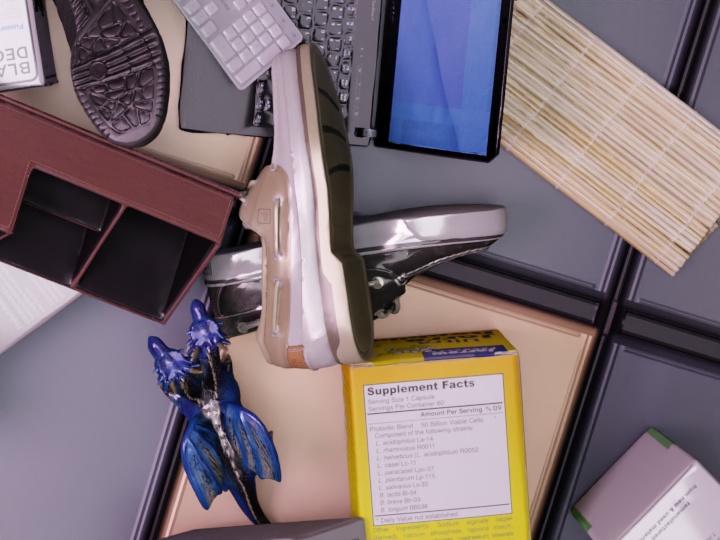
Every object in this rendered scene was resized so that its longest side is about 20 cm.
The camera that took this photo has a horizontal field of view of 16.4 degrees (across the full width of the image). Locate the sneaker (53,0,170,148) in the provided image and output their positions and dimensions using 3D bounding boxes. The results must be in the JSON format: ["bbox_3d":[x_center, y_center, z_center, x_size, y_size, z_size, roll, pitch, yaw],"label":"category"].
[{"bbox_3d":[-0.156,-0.162,1.532,0.060,0.104,0.201,-22,79,3],"label":"sneaker"}]

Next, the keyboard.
[{"bbox_3d":[-0.114,-0.207,1.542,0.056,0.011,0.200,-43,103,-26],"label":"keyboard"}]

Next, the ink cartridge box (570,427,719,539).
[{"bbox_3d":[0.240,0.207,1.601,0.084,0.146,0.200,-45,98,0],"label":"ink cartridge box"}]

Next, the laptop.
[{"bbox_3d":[-0.009,-0.165,1.567,0.199,0.103,0.178,5,95,-5],"label":"laptop"}]

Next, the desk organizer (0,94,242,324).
[{"bbox_3d":[-0.182,-0.041,1.504,0.199,0.072,0.077,22,71,-22],"label":"desk organizer"}]

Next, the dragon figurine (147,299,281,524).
[{"bbox_3d":[-0.085,0.112,1.590,0.059,0.099,0.201,-21,101,-1],"label":"dragon figurine"}]

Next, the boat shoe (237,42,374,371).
[{"bbox_3d":[-0.041,-0.039,1.535,0.068,0.075,0.201,-9,81,16],"label":"boat shoe"}]

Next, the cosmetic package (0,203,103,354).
[{"bbox_3d":[-0.268,0.018,1.577,0.200,0.090,0.107,-34,97,3],"label":"cosmetic package"}]

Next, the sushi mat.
[{"bbox_3d":[0.158,-0.090,1.632,0.200,0.012,0.096,36,91,-6],"label":"sushi mat"}]

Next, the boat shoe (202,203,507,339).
[{"bbox_3d":[0.000,0.000,1.605,0.199,0.071,0.064,-12,96,5],"label":"boat shoe"}]

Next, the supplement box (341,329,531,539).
[{"bbox_3d":[0.049,0.146,1.599,0.108,0.110,0.201,-4,97,-4],"label":"supplement box"}]

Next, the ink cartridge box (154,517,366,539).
[{"bbox_3d":[-0.061,0.262,1.547,0.146,0.083,0.201,-7,91,34],"label":"ink cartridge box"}]

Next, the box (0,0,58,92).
[{"bbox_3d":[-0.233,-0.208,1.540,0.060,0.117,0.201,-9,97,-2],"label":"box"}]
